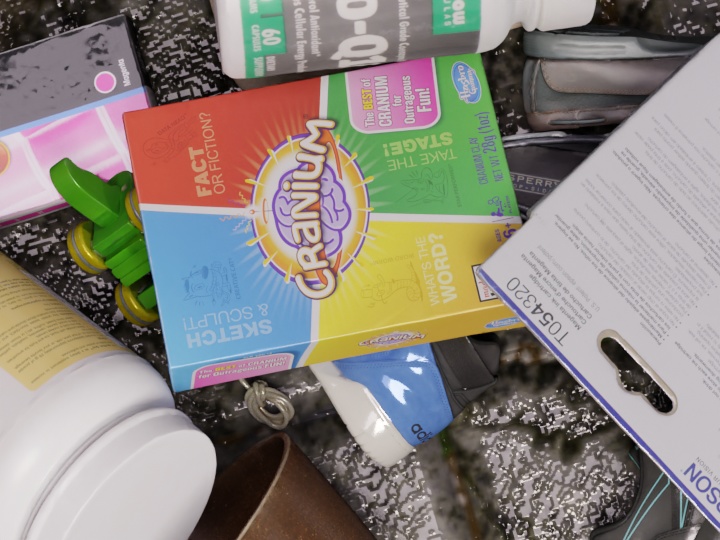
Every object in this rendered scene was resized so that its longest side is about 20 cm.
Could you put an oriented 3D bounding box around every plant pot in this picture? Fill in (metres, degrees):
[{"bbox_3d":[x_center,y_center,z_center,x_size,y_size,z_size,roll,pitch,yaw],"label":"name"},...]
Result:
[{"bbox_3d":[-0.027,0.222,1.197,0.200,0.187,0.187,41,89,-10],"label":"plant pot"}]

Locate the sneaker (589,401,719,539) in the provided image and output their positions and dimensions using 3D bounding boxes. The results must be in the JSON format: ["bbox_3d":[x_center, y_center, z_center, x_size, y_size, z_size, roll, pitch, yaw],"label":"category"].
[{"bbox_3d":[0.197,0.088,1.232,0.079,0.075,0.200,24,80,17],"label":"sneaker"}]

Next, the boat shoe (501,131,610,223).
[{"bbox_3d":[0.155,-0.045,1.248,0.199,0.068,0.072,10,86,5],"label":"boat shoe"}]

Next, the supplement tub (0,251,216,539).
[{"bbox_3d":[-0.189,0.081,1.176,0.200,0.145,0.146,35,88,25],"label":"supplement tub"}]

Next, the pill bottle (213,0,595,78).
[{"bbox_3d":[0.019,-0.168,1.183,0.199,0.113,0.113,-7,85,-3],"label":"pill bottle"}]

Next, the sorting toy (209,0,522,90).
[{"bbox_3d":[0.003,-0.201,1.244,0.200,0.036,0.185,-13,117,4],"label":"sorting toy"}]

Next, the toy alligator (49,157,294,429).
[{"bbox_3d":[-0.102,0.005,1.267,0.059,0.054,0.200,-33,108,29],"label":"toy alligator"}]

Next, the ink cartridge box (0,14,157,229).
[{"bbox_3d":[-0.215,-0.073,1.292,0.200,0.037,0.095,-18,85,4],"label":"ink cartridge box"}]

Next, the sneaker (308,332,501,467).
[{"bbox_3d":[0.000,0.000,1.248,0.111,0.077,0.200,-36,88,6],"label":"sneaker"}]

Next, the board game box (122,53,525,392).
[{"bbox_3d":[-0.017,-0.028,1.195,0.200,0.040,0.153,-11,70,-5],"label":"board game box"}]

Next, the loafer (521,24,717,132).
[{"bbox_3d":[0.190,-0.102,1.260,0.199,0.072,0.063,6,104,10],"label":"loafer"}]

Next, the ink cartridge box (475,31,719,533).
[{"bbox_3d":[0.189,0.008,1.174,0.200,0.043,0.196,-43,89,-15],"label":"ink cartridge box"}]
